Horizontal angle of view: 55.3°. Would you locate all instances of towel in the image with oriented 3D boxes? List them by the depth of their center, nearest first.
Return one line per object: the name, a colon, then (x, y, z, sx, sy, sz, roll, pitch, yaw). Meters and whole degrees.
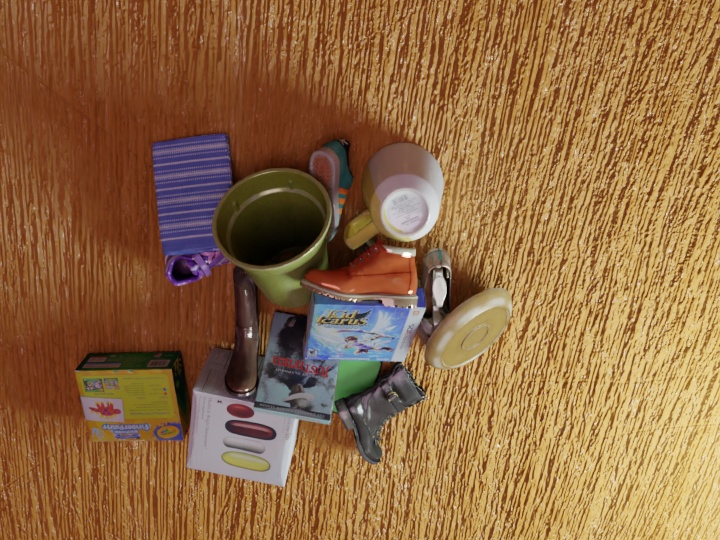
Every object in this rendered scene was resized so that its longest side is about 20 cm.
towel: (-0.289, -0.132, 1.208, 0.142, 0.024, 0.204, -6, 89, 6)

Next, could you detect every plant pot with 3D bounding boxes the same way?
plant pot: (-0.132, -0.037, 1.175, 0.196, 0.203, 0.185, -6, 146, 5)
plant pot: (0.204, 0.115, 1.256, 0.198, 0.028, 0.202, -26, 146, -19)

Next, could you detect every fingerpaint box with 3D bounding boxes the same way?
fingerpaint box: (-0.453, 0.255, 1.386, 0.196, 0.074, 0.170, -2, 112, 4)

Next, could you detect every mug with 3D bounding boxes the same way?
mug: (0.067, -0.107, 1.168, 0.147, 0.154, 0.189, 19, 113, -7)

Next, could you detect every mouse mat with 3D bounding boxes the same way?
mouse mat: (-0.067, 0.217, 1.384, 0.196, 0.008, 0.163, 16, 118, -5)

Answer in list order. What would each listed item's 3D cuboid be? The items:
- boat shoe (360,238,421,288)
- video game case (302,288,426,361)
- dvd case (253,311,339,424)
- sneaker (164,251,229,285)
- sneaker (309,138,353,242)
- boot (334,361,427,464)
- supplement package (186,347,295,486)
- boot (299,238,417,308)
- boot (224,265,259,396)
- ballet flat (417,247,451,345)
boat shoe: (0.068, 0.022, 1.266, 0.201, 0.072, 0.061, 42, 105, -17)
video game case: (0.002, 0.099, 1.231, 0.196, 0.046, 0.183, 2, 141, -10)
dvd case: (-0.111, 0.179, 1.282, 0.143, 0.203, 0.022, 11, 146, -2)
sneaker: (-0.278, -0.029, 1.251, 0.198, 0.089, 0.081, -27, 108, 12)
sneaker: (-0.047, -0.138, 1.205, 0.071, 0.080, 0.202, 30, 137, 19)
boot: (0.057, 0.289, 1.385, 0.172, 0.070, 0.202, -27, 122, 1)
supplement package: (-0.220, 0.286, 1.344, 0.196, 0.148, 0.194, 11, 117, -1)
boot: (0.000, 0.000, 1.115, 0.196, 0.075, 0.110, 4, 94, -15)
boot: (-0.213, 0.100, 1.252, 0.063, 0.187, 0.204, 2, 116, -8)
ballet flat: (0.132, 0.062, 1.222, 0.067, 0.068, 0.204, -6, 116, -4)
